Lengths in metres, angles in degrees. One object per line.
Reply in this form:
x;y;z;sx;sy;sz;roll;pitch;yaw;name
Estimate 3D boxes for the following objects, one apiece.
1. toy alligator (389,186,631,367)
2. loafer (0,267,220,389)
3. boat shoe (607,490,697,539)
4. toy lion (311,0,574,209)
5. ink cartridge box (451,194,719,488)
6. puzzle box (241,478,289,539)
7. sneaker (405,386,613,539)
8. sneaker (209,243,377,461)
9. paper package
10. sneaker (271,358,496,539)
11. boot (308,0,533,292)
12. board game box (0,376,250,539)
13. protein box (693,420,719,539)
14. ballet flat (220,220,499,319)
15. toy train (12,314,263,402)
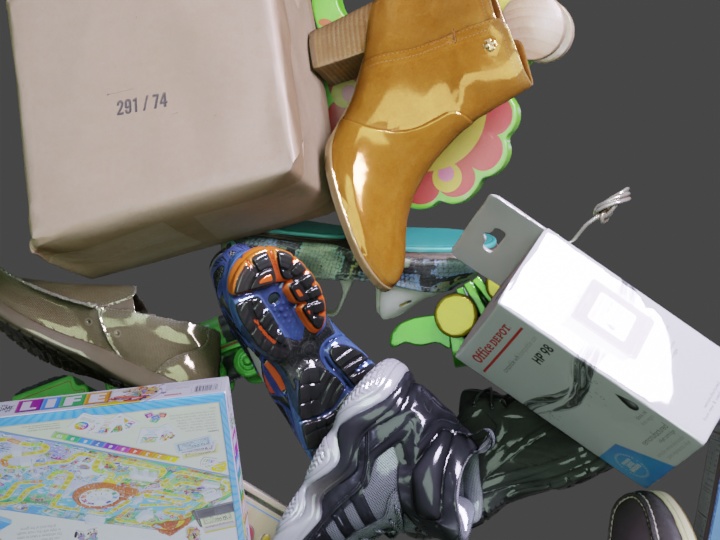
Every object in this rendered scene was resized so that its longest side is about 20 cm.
0.115;0.016;1.487;0.199;0.059;0.055;-31;88;4;toy alligator
-0.181;0.040;1.486;0.199;0.076;0.068;25;75;10;loafer
0.178;0.225;1.356;0.064;0.073;0.201;18;48;-25;boat shoe
0.040;-0.153;1.506;0.192;0.069;0.200;-45;84;10;toy lion
0.138;0.048;1.392;0.199;0.116;0.067;34;67;2;ink cartridge box
-0.129;0.195;1.492;0.199;0.025;0.134;30;86;-8;puzzle box
0.112;0.116;1.479;0.198;0.076;0.091;-21;82;3;sneaker
-0.043;0.055;1.471;0.075;0.078;0.201;-34;122;-15;sneaker
-0.130;-0.114;1.463;0.198;0.103;0.192;-14;72;15;paper package
0.014;0.169;1.433;0.113;0.075;0.201;30;105;13;sneaker
0.049;-0.099;1.429;0.143;0.071;0.203;-16;74;17;boot
-0.178;0.150;1.431;0.198;0.034;0.136;-6;105;1;board game box
0.328;0.165;1.423;0.197;0.135;0.202;11;89;6;protein box
0.000;0.000;1.501;0.198;0.074;0.075;6;88;10;ballet flat
-0.155;0.079;1.521;0.198;0.042;0.057;-21;75;4;toy train
